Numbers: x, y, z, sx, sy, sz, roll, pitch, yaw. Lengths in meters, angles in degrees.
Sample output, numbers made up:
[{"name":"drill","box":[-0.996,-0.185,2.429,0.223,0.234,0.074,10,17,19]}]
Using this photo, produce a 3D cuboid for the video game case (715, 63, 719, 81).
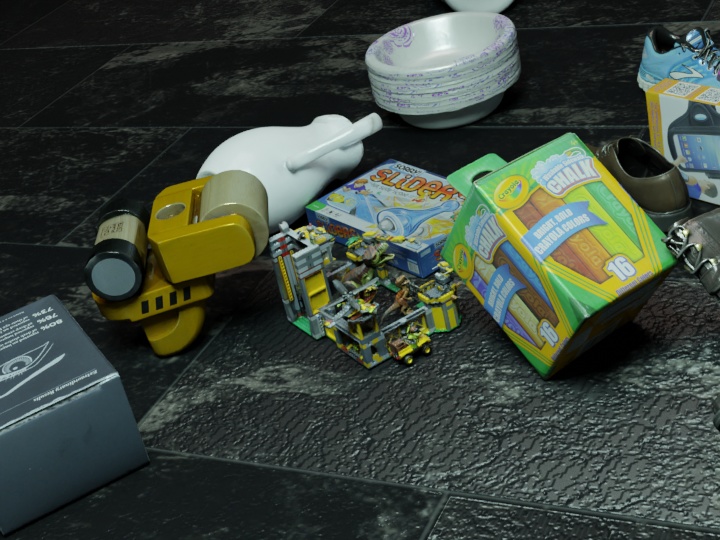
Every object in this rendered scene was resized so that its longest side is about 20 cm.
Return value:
[{"name":"video game case","box":[0.539,-0.222,1.410,0.181,0.036,0.200,-34,53,-32]}]

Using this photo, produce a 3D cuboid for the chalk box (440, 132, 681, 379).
[{"name":"chalk box","box":[0.162,-0.031,1.114,0.125,0.124,0.200,-30,71,-26]}]

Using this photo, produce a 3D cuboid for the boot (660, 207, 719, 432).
[{"name":"boot","box":[0.308,0.031,1.017,0.200,0.069,0.174,-23,65,-34]}]

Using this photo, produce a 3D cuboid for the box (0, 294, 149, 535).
[{"name":"box","box":[-0.306,0.127,1.151,0.148,0.104,0.200,-25,32,-19]}]

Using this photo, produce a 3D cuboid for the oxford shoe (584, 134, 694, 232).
[{"name":"oxford shoe","box":[0.282,-0.115,1.343,0.073,0.085,0.200,-28,31,-21]}]

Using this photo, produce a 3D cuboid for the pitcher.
[{"name":"pitcher","box":[-0.080,-0.123,1.447,0.200,0.121,0.172,-29,1,-35]}]

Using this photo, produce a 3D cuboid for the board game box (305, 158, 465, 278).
[{"name":"board game box","box":[0.051,-0.063,1.397,0.135,0.035,0.200,-32,34,-29]}]

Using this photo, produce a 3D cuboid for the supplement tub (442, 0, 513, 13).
[{"name":"supplement tub","box":[0.165,-0.495,1.982,0.144,0.145,0.200,-18,29,-8]}]

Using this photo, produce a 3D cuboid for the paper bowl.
[{"name":"paper bowl","box":[0.112,-0.259,1.638,0.200,0.105,0.201,-10,30,6]}]

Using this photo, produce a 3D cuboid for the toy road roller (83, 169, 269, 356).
[{"name":"toy road roller","box":[-0.177,-0.003,1.269,0.200,0.146,0.123,-17,30,6]}]

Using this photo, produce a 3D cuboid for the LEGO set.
[{"name":"LEGO set","box":[0.000,0.000,1.226,0.154,0.116,0.200,-23,31,-17]}]

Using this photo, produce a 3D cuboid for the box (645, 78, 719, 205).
[{"name":"box","box":[0.387,-0.122,1.274,0.041,0.119,0.200,-31,33,-27]}]

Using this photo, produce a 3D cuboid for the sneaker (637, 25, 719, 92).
[{"name":"sneaker","box":[0.411,-0.246,1.505,0.078,0.090,0.200,-29,36,-25]}]
